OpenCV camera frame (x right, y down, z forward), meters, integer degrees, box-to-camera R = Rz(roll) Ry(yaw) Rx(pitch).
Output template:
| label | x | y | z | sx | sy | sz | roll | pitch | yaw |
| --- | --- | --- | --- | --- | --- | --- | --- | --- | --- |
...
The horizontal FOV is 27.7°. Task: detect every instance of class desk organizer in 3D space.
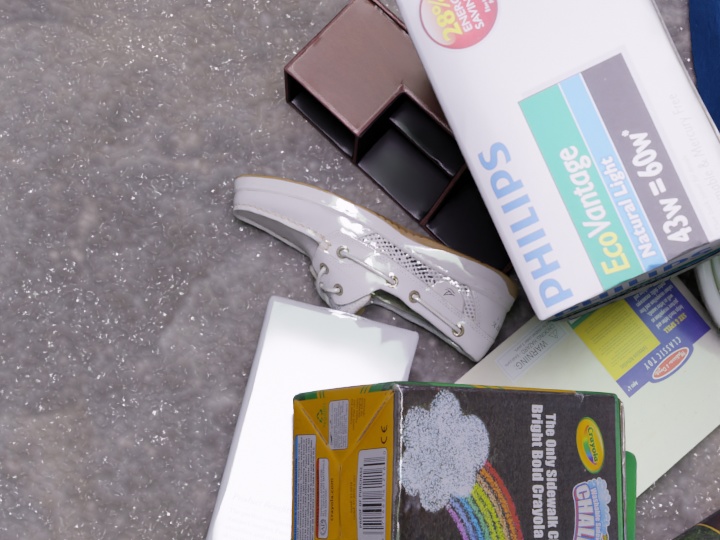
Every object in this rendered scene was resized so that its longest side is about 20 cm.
| label | x | y | z | sx | sy | sz | roll | pitch | yaw |
| --- | --- | --- | --- | --- | --- | --- | --- | --- | --- |
| desk organizer | 0.045 | -0.085 | 0.968 | 0.200 | 0.072 | 0.077 | 43 | 80 | 7 |

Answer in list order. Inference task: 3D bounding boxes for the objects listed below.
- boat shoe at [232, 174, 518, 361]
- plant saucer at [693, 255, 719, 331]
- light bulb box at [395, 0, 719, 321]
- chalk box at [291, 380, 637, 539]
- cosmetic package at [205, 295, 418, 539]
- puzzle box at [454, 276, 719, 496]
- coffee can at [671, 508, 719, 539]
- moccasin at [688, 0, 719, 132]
| label | x | y | z | sx | sy | sz | roll | pitch | yaw |
| --- | --- | --- | --- | --- | --- | --- | --- | --- | --- |
| boat shoe | 0.000 | 0.000 | 0.944 | 0.199 | 0.071 | 0.070 | 23 | 82 | 5 |
| plant saucer | 0.297 | -0.034 | 0.960 | 0.198 | 0.050 | 0.202 | -4 | 103 | -17 |
| light bulb box | 0.123 | -0.082 | 0.823 | 0.124 | 0.200 | 0.200 | -25 | 84 | 9 |
| chalk box | 0.073 | 0.133 | 0.843 | 0.199 | 0.124 | 0.126 | 7 | 79 | -29 |
| cosmetic package | -0.035 | 0.128 | 0.912 | 0.101 | 0.074 | 0.202 | 15 | 74 | 0 |
| puzzle box | 0.151 | 0.086 | 0.957 | 0.200 | 0.025 | 0.133 | -38 | 81 | -11 |
| coffee can | 0.193 | 0.240 | 0.862 | 0.199 | 0.146 | 0.147 | -30 | 80 | -11 |
| moccasin | 0.269 | -0.157 | 1.006 | 0.068 | 0.080 | 0.202 | -2 | 91 | -9 |
